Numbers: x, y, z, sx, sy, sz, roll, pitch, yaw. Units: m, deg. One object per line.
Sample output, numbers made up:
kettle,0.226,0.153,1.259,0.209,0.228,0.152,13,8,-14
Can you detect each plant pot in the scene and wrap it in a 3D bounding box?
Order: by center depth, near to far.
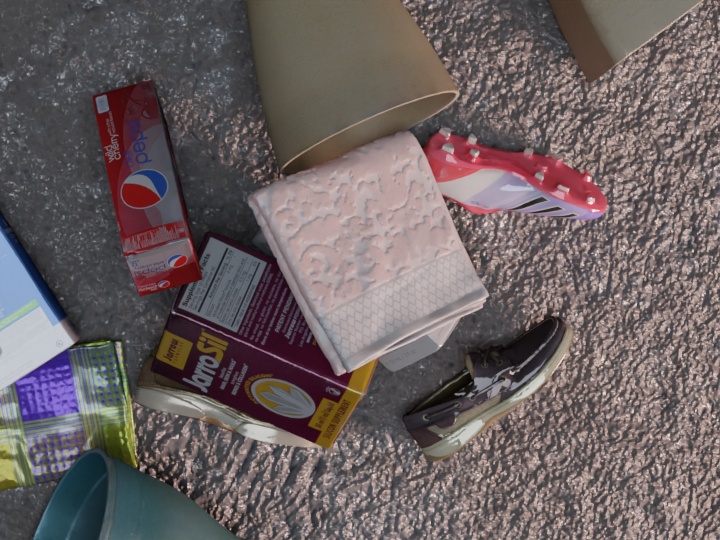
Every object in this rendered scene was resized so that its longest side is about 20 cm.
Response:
plant pot,-0.029,-0.221,1.497,0.186,0.187,0.201,-23,87,-1
plant pot,0.257,-0.315,1.498,0.200,0.200,0.178,-37,90,1
plant pot,-0.211,0.302,1.559,0.187,0.200,0.201,25,97,-24

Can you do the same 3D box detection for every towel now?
towel,0.013,-0.020,1.493,0.199,0.032,0.192,-24,86,-36
towel,-0.331,0.149,1.599,0.198,0.023,0.145,-7,100,-4

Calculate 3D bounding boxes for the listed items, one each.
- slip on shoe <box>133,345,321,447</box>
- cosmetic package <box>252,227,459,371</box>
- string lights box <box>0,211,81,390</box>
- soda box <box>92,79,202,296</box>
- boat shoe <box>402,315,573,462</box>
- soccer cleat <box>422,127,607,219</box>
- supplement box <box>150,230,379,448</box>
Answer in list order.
slip on shoe,-0.126,0.130,1.595,0.198,0.076,0.061,16,88,-2
cosmetic package,0.000,0.000,1.557,0.200,0.102,0.074,42,56,-11
string lights box,-0.370,0.011,1.540,0.102,0.059,0.201,-31,95,-1
soda box,-0.201,-0.079,1.488,0.063,0.201,0.070,-15,145,-2
boat shoe,0.128,0.111,1.615,0.200,0.072,0.065,-41,106,8
soccer cleat,0.149,-0.083,1.593,0.199,0.067,0.077,16,128,-13
supplement box,-0.087,0.069,1.530,0.199,0.131,0.104,24,57,-2
